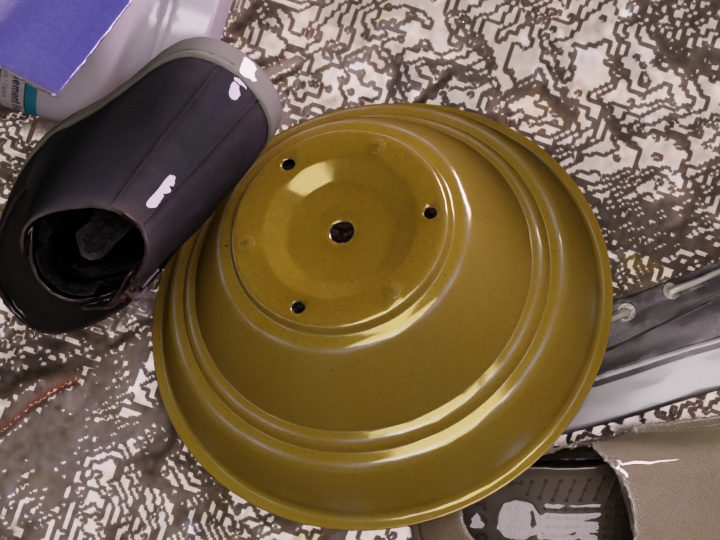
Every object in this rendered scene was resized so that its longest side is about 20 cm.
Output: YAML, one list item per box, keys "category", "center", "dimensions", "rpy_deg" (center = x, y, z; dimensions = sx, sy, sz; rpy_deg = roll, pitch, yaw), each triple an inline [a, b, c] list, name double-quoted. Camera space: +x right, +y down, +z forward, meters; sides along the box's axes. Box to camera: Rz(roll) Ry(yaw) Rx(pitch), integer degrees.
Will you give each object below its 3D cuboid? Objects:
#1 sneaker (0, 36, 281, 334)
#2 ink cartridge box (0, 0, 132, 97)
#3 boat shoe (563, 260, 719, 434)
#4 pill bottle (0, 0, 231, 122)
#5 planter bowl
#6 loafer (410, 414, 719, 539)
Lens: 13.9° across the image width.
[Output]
- category: "sneaker"
  center: [-0.118, -0.013, 1.194]
  dimensions: [0.075, 0.200, 0.106]
  rpy_deg: [41, 49, -4]
- category: "ink cartridge box"
  center: [-0.162, -0.184, 1.192]
  dimensions: [0.200, 0.047, 0.198]
  rpy_deg: [24, 51, 9]
- category: "boat shoe"
  center: [0.092, 0.036, 1.266]
  dimensions: [0.200, 0.071, 0.064]
  rpy_deg: [-15, 84, -7]
- category: "pill bottle"
  center: [-0.156, -0.129, 1.248]
  dimensions: [0.200, 0.111, 0.111]
  rpy_deg: [16, 87, 0]
- category: "planter bowl"
  center: [0.000, 0.000, 1.217]
  dimensions: [0.200, 0.083, 0.200]
  rpy_deg: [-5, 64, 10]
- category: "loafer"
  center: [0.122, 0.103, 1.259]
  dimensions: [0.200, 0.068, 0.076]
  rpy_deg: [-9, 87, -1]
